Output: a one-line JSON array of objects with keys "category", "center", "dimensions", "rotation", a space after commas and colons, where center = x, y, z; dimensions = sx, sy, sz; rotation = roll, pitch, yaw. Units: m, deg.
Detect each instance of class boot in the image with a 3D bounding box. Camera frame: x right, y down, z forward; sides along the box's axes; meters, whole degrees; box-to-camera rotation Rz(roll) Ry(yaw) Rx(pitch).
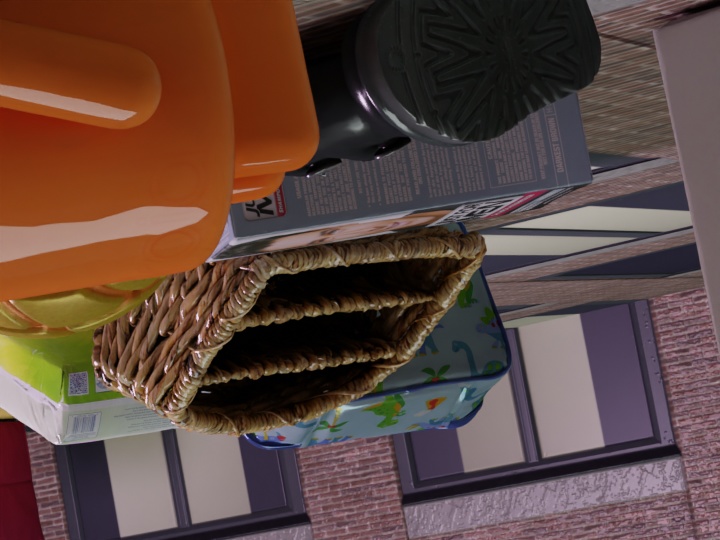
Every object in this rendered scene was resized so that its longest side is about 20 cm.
[{"category": "boot", "center": [-0.021, -0.070, 0.981], "dimensions": [0.199, 0.066, 0.164], "rotation": [-10, 180, 35]}]

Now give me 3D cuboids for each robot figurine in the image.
[{"category": "robot figurine", "center": [-0.116, -0.049, 0.735], "dimensions": [0.198, 0.117, 0.144], "rotation": [-9, -150, -19]}]

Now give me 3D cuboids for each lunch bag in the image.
[{"category": "lunch bag", "center": [-0.005, 0.034, 1.599], "dimensions": [0.199, 0.162, 0.083], "rotation": [-8, 153, -26]}]

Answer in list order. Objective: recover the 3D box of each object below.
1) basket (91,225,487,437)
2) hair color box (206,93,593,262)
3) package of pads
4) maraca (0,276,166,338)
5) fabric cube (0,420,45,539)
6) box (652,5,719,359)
[{"category": "basket", "center": [-0.044, 0.035, 1.404], "dimensions": [0.148, 0.144, 0.199], "rotation": [19, -164, 41]}, {"category": "hair color box", "center": [0.014, -0.053, 1.256], "dimensions": [0.198, 0.061, 0.099], "rotation": [-9, 175, -14]}, {"category": "package of pads", "center": [-0.194, 0.063, 1.683], "dimensions": [0.154, 0.069, 0.200], "rotation": [-6, -161, -34]}, {"category": "maraca", "center": [-0.121, -0.033, 0.945], "dimensions": [0.136, 0.108, 0.200], "rotation": [0, 166, -29]}, {"category": "fabric cube", "center": [-0.613, 0.340, 3.491], "dimensions": [0.195, 0.202, 0.199], "rotation": [-13, 175, 13]}, {"category": "box", "center": [0.237, -0.035, 1.129], "dimensions": [0.108, 0.202, 0.127], "rotation": [-15, 173, 39]}]
